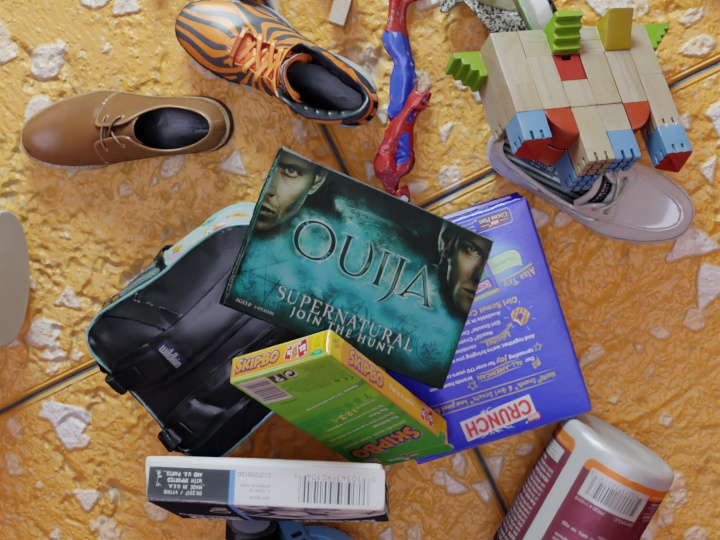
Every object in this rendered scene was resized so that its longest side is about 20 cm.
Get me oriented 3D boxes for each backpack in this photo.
[{"bbox_3d":[-0.113,0.042,0.955,0.199,0.153,0.176,-38,100,14],"label":"backpack"}]

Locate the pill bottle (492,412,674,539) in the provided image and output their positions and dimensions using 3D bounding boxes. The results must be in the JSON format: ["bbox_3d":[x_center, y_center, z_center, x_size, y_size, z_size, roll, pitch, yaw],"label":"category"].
[{"bbox_3d":[0.189,0.241,0.986,0.113,0.114,0.201,28,99,-1],"label":"pill bottle"}]

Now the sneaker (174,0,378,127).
[{"bbox_3d":[-0.075,-0.186,0.940,0.198,0.112,0.078,22,99,0],"label":"sneaker"}]

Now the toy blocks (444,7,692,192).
[{"bbox_3d":[0.186,-0.132,0.909,0.198,0.100,0.138,-7,69,-19],"label":"toy blocks"}]

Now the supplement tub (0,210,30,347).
[{"bbox_3d":[-0.415,0.005,0.973,0.198,0.145,0.147,1,98,3],"label":"supplement tub"}]

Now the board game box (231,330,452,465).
[{"bbox_3d":[-0.009,0.114,0.897,0.095,0.030,0.200,-18,139,28],"label":"board game box"}]

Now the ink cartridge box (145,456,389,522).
[{"bbox_3d":[-0.072,0.198,0.955,0.196,0.200,0.044,1,74,4],"label":"ink cartridge box"}]

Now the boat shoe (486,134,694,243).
[{"bbox_3d":[0.205,-0.072,0.963,0.198,0.067,0.074,18,99,1],"label":"boat shoe"}]

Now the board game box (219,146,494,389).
[{"bbox_3d":[0.000,0.000,0.888,0.199,0.028,0.136,22,83,-16],"label":"board game box"}]

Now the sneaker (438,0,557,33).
[{"bbox_3d":[0.096,-0.265,0.943,0.088,0.077,0.201,-32,93,16],"label":"sneaker"}]

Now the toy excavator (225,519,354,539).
[{"bbox_3d":[-0.011,0.295,0.993,0.198,0.194,0.101,-4,113,-24],"label":"toy excavator"}]

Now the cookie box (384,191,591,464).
[{"bbox_3d":[0.097,0.051,0.983,0.170,0.075,0.202,-18,97,6],"label":"cookie box"}]

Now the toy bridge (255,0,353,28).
[{"bbox_3d":[-0.092,-0.278,0.971,0.198,0.027,0.068,17,98,1],"label":"toy bridge"}]

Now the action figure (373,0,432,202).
[{"bbox_3d":[0.039,-0.150,0.963,0.051,0.065,0.202,7,97,7],"label":"action figure"}]

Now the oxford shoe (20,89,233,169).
[{"bbox_3d":[-0.220,-0.130,0.980,0.198,0.071,0.072,-6,100,6],"label":"oxford shoe"}]
